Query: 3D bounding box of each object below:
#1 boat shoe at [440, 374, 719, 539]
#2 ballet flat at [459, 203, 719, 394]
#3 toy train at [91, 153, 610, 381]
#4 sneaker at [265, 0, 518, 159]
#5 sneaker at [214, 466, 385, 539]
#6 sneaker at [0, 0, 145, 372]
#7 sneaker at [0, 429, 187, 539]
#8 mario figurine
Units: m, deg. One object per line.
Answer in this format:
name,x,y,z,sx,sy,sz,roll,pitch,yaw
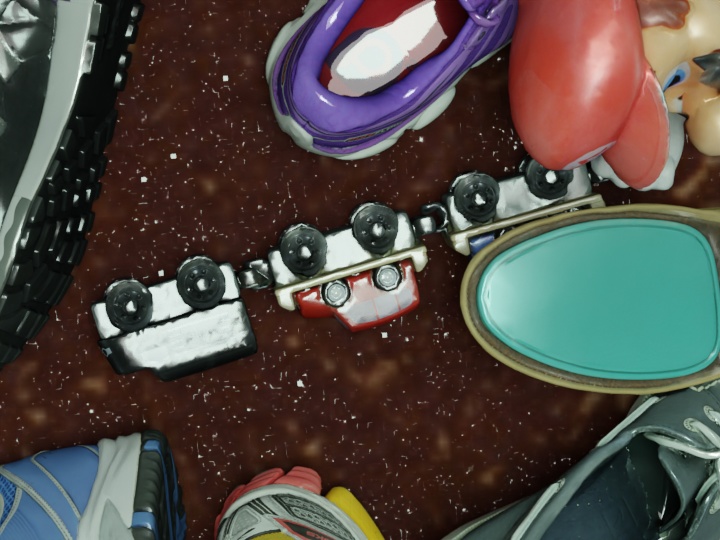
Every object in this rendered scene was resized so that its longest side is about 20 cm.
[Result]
boat shoe,0.112,0.082,0.920,0.200,0.062,0.073,-29,94,-23
ballet flat,0.129,0.007,0.937,0.199,0.063,0.069,-3,93,-11
toy train,0.000,0.000,0.945,0.199,0.034,0.046,-17,95,-4
sneaker,0.051,-0.114,0.920,0.081,0.083,0.200,43,88,-5
sneaker,0.006,0.169,0.924,0.078,0.082,0.200,-35,95,10
sneaker,-0.135,-0.064,0.923,0.087,0.076,0.201,15,87,10
sneaker,-0.107,0.144,0.889,0.077,0.200,0.076,-3,134,7
mario figurine,0.139,-0.086,0.897,0.200,0.106,0.124,-33,129,-24
